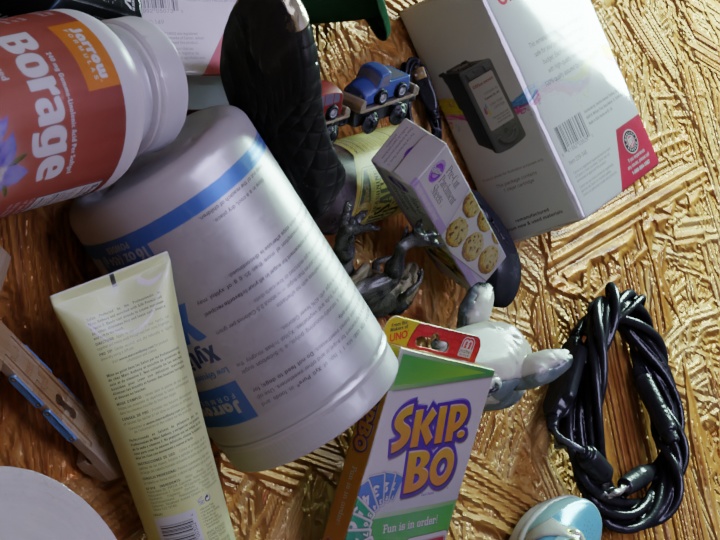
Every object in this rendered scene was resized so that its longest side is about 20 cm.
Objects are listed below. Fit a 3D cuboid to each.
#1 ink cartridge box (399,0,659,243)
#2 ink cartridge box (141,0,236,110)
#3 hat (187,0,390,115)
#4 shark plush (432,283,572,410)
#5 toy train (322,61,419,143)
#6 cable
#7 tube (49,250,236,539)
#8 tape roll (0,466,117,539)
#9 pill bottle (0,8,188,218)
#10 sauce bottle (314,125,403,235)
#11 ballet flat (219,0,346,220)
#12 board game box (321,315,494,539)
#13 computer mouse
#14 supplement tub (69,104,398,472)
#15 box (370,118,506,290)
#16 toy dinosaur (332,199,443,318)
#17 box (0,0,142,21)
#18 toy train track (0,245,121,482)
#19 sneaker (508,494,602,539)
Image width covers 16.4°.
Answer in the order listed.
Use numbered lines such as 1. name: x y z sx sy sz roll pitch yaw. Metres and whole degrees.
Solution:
1. ink cartridge box: 0.133 -0.139 1.937 0.148 0.086 0.200 -31 98 -52
2. ink cartridge box: -0.120 -0.207 1.622 0.116 0.067 0.200 -1 72 -22
3. hat: -0.088 -0.198 1.738 0.166 0.176 0.200 65 -2 -11
4. shark plush: 0.072 0.092 1.754 0.091 0.083 0.200 34 35 10
5. toy train: -0.034 -0.106 1.693 0.200 0.034 0.046 -20 125 -42
6. cable: 0.212 0.104 1.957 0.163 0.051 0.200 47 42 -28
7. tube: -0.122 0.092 1.505 0.058 0.052 0.200 -46 124 -57
8. tape roll: -0.204 0.211 1.367 0.202 0.071 0.203 25 55 -43
9. pill bottle: -0.199 -0.091 1.454 0.200 0.112 0.112 -19 90 -46
10. sauce bottle: -0.018 -0.057 1.728 0.200 0.066 0.066 -21 91 -52
11. ballet flat: -0.047 -0.109 1.573 0.057 0.066 0.200 -50 151 -31
12. board game box: 0.028 0.134 1.655 0.095 0.030 0.200 15 90 -45
13. computer mouse: 0.077 -0.067 1.877 0.059 0.034 0.200 -28 97 -52
14. supplement tub: -0.079 0.010 1.564 0.200 0.132 0.132 58 39 -15
15. box: 0.057 -0.042 1.758 0.041 0.039 0.200 -51 154 -9
16. toy dinosaur: 0.000 0.000 1.707 0.200 0.088 0.047 -2 43 -52
17. box: -0.227 -0.246 1.526 0.164 0.086 0.200 11 66 -50
18. toy train track: -0.209 0.058 1.465 0.200 0.032 0.115 50 34 -34
19. sneaker: 0.161 0.220 1.775 0.080 0.130 0.200 55 39 -17
